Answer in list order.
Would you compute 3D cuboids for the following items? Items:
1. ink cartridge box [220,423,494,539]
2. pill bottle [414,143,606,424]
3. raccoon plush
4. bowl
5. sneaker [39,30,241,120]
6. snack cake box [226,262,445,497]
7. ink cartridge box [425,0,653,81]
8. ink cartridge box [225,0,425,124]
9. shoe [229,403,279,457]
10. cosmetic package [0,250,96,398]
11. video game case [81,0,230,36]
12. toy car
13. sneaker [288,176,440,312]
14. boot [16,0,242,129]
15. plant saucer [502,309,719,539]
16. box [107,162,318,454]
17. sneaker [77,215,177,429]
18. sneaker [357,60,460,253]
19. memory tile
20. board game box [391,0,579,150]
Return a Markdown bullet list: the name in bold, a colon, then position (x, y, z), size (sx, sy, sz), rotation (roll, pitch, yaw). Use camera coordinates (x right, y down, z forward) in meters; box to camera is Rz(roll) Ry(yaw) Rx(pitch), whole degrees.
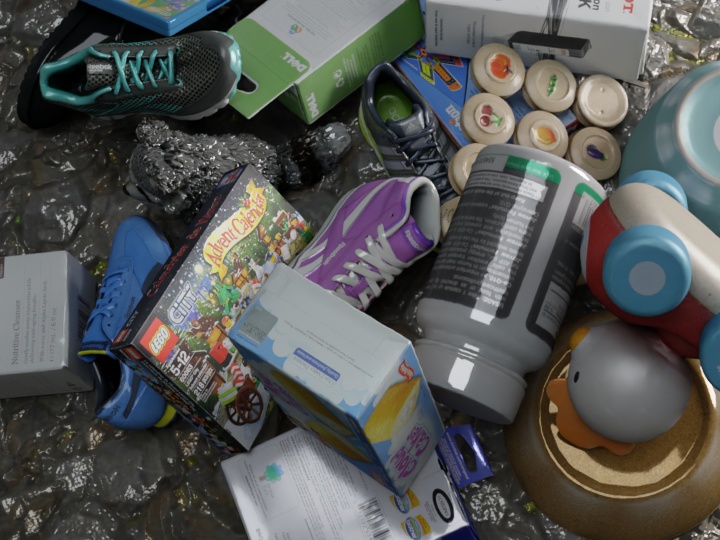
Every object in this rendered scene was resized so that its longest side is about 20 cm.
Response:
- **ink cartridge box**: position (0.006, 0.182, 1.095), size (0.199, 0.076, 0.137), rotation (-25, 65, 2)
- **pill bottle**: position (0.111, 0.011, 1.075), size (0.113, 0.113, 0.201), rotation (19, 78, 17)
- **raccoon plush**: position (-0.115, -0.110, 1.200), size (0.200, 0.134, 0.097), rotation (-37, 67, -6)
- **bowl**: position (0.317, -0.098, 1.135), size (0.199, 0.105, 0.202), rotation (-4, 67, 9)
- **sneaker**: position (-0.195, -0.165, 1.173), size (0.199, 0.091, 0.078), rotation (-7, 90, 31)
- **snack cake box**: position (-0.012, 0.084, 0.989), size (0.115, 0.200, 0.067), rotation (30, 75, 22)
- **ink cartridge box**: position (0.167, -0.264, 1.224), size (0.199, 0.084, 0.145), rotation (9, 65, 7)
- **ink cartridge box**: position (-0.049, -0.202, 1.233), size (0.200, 0.059, 0.104), rotation (-40, 57, -15)
- **shoe**: position (-0.121, 0.069, 1.175), size (0.070, 0.053, 0.201), rotation (-20, 67, 2)
- **cosmetic package**: position (-0.341, 0.054, 1.206), size (0.199, 0.081, 0.114), rotation (-7, 69, 6)
- **video game case**: position (-0.170, -0.288, 1.283), size (0.143, 0.018, 0.200), rotation (25, 44, 25)
- **toy car**: position (0.207, 0.055, 1.036), size (0.177, 0.184, 0.200), rotation (39, 112, -3)
- **sneaker**: position (0.000, -0.001, 1.113), size (0.114, 0.073, 0.201), rotation (-10, 47, 50)
- **boot**: position (-0.211, -0.190, 1.289), size (0.162, 0.073, 0.199), rotation (30, 78, 13)
- **plant saucer**: position (0.214, 0.121, 1.104), size (0.199, 0.035, 0.201), rotation (-3, 68, 8)
- **box**: position (-0.102, 0.030, 1.119), size (0.038, 0.137, 0.201), rotation (-14, 38, 47)
- **sneaker**: position (-0.205, 0.039, 1.180), size (0.066, 0.078, 0.201), rotation (-29, 59, 43)
- **sneaker**: position (0.050, -0.098, 1.195), size (0.074, 0.081, 0.201), rotation (-31, 67, -3)
- **memory tile**: position (0.152, -0.093, 1.177), size (0.152, 0.017, 0.201), rotation (17, 71, -11)
- **board game box**: position (0.103, -0.180, 1.252), size (0.103, 0.019, 0.200), rotation (-32, 67, -5)
